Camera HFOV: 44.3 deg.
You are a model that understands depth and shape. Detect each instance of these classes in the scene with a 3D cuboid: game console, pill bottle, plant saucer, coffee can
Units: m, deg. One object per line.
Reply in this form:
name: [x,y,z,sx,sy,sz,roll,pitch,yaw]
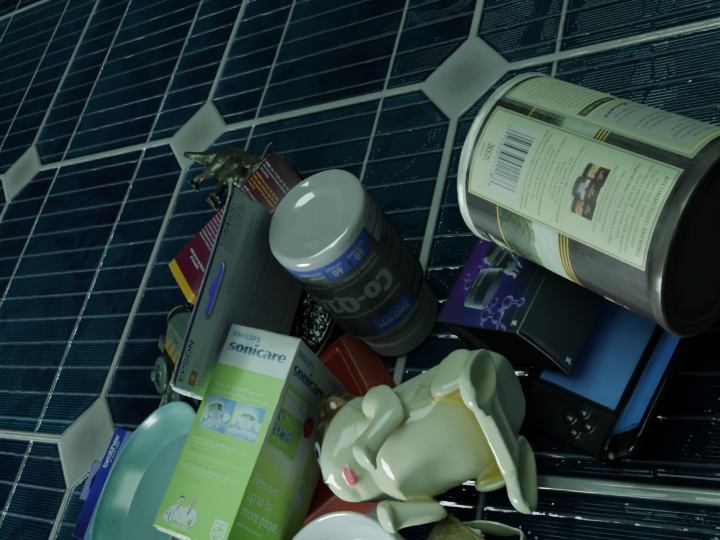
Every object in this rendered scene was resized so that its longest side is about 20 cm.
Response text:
game console: [0.225,0.054,0.776,0.174,0.116,0.203,21,76,44]
pill bottle: [0.000,0.000,0.923,0.112,0.200,0.116,-18,49,22]
plant saucer: [-0.215,0.239,0.930,0.198,0.036,0.203,-34,40,33]
coffee can: [0.193,-0.059,0.685,0.199,0.146,0.148,31,83,44]
plant saucer: [-0.043,0.182,0.960,0.199,0.037,0.201,-41,44,9]

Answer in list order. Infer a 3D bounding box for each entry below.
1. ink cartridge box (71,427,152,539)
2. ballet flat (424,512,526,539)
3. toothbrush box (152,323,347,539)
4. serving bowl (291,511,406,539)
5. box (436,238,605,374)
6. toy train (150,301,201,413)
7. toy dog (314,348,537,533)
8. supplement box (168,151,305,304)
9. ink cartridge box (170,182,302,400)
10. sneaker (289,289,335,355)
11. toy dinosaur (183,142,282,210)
ink cartridge box: [-0.250,0.270,1.040,0.197,0.076,0.139,1,63,40]
ballet flat: [0.138,0.257,0.752,0.197,0.071,0.072,12,70,42]
toothbrush box: [-0.100,0.178,0.868,0.084,0.146,0.204,9,66,24]
serving bowl: [0.000,0.326,0.799,0.197,0.065,0.205,-17,63,37]
box: [0.177,-0.015,0.853,0.140,0.078,0.203,5,63,61]
toy train: [-0.190,0.120,1.052,0.200,0.084,0.116,43,124,53]
toy dog: [0.045,0.144,0.809,0.197,0.141,0.195,-21,23,21]
supplement box: [-0.128,-0.031,1.112,0.200,0.110,0.086,-46,45,4]
ink cartridge box: [-0.127,0.036,0.902,0.040,0.200,0.204,11,77,23]
sneaker: [-0.042,0.027,1.037,0.070,0.083,0.203,22,79,15]
toy dinosaur: [-0.183,-0.137,1.266,0.102,0.077,0.199,-45,38,-13]
